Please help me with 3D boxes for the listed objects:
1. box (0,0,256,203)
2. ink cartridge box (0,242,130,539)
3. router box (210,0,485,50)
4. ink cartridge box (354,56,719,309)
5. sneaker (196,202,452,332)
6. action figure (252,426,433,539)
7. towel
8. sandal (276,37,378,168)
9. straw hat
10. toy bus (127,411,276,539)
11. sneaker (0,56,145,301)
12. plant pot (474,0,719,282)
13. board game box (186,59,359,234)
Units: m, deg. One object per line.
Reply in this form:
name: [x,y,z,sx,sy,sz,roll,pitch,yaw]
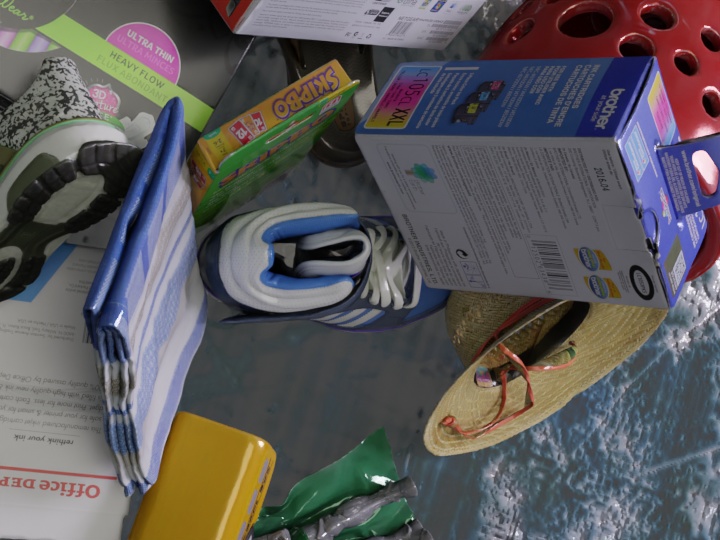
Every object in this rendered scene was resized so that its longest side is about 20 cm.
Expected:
box: [-0.178,-0.152,0.850,0.200,0.124,0.149,31,79,-17]
ink cartridge box: [-0.196,0.084,0.867,0.115,0.068,0.201,9,85,-20]
router box: [-0.041,-0.217,0.854,0.200,0.049,0.180,-8,57,-51]
ink cartridge box: [0.115,-0.051,0.829,0.076,0.199,0.137,-59,139,-32]
sneaker: [0.000,0.000,0.904,0.199,0.146,0.081,4,88,-21]
action figure: [-0.050,0.198,0.934,0.199,0.055,0.119,-23,100,-16]
towel: [-0.113,0.021,0.786,0.024,0.200,0.147,11,57,4]
sandal: [-0.030,-0.167,0.944,0.081,0.055,0.201,-15,92,-21]
straw hat: [0.105,0.034,0.958,0.200,0.201,0.085,-21,62,-21]
toy bus: [-0.114,0.193,0.860,0.065,0.078,0.201,18,76,6]
sneaker: [-0.202,-0.045,0.778,0.077,0.200,0.089,17,47,-54]
plant pot: [0.175,-0.115,0.949,0.200,0.200,0.183,38,61,-16]
board game box: [-0.065,-0.068,0.851,0.095,0.200,0.030,-33,91,-19]
